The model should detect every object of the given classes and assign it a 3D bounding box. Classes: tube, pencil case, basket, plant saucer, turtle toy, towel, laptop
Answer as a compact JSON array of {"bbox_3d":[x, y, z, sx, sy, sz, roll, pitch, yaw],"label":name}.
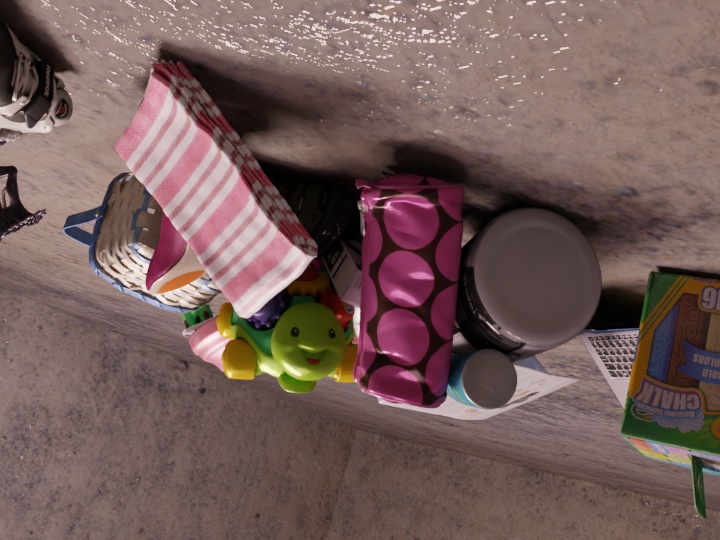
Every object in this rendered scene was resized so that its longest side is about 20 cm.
[{"bbox_3d":[0.098,0.105,0.844,0.077,0.051,0.200,42,170,0],"label":"tube"},{"bbox_3d":[0.038,0.018,0.761,0.092,0.204,0.091,-1,-169,-13],"label":"pencil case"},{"bbox_3d":[-0.232,-0.029,1.017,0.175,0.141,0.198,29,151,-35],"label":"basket"},{"bbox_3d":[-0.099,0.068,1.021,0.198,0.052,0.201,-22,170,-4],"label":"plant saucer"},{"bbox_3d":[-0.060,0.051,0.840,0.143,0.103,0.201,3,-156,-15],"label":"turtle toy"},{"bbox_3d":[-0.129,-0.060,0.739,0.201,0.030,0.146,53,144,1],"label":"towel"},{"bbox_3d":[0.287,0.117,0.989,0.202,0.115,0.187,56,156,-10],"label":"laptop"}]

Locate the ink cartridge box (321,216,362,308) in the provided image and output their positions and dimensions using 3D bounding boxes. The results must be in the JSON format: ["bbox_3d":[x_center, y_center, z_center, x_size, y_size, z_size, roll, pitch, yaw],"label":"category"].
[{"bbox_3d":[0.005,-0.013,0.897,0.098,0.040,0.201,24,-163,-26],"label":"ink cartridge box"}]

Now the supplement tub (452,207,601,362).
[{"bbox_3d":[0.135,0.024,0.826,0.121,0.125,0.200,18,167,-4],"label":"supplement tub"}]

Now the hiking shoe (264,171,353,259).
[{"bbox_3d":[-0.095,-0.062,0.872,0.198,0.077,0.100,4,164,45],"label":"hiking shoe"}]

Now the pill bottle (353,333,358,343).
[{"bbox_3d":[0.040,0.071,1.136,0.111,0.115,0.200,21,165,-15],"label":"pill bottle"}]

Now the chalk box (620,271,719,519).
[{"bbox_3d":[0.317,0.121,0.807,0.122,0.203,0.124,9,164,29],"label":"chalk box"}]

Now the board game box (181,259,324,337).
[{"bbox_3d":[-0.100,0.037,1.072,0.197,0.026,0.200,-23,170,5],"label":"board game box"}]

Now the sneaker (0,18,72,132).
[{"bbox_3d":[-0.291,-0.162,0.758,0.087,0.075,0.200,17,175,-18],"label":"sneaker"}]

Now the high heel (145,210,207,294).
[{"bbox_3d":[-0.178,-0.051,0.863,0.067,0.097,0.200,-16,164,-34],"label":"high heel"}]

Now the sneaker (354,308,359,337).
[{"bbox_3d":[0.083,0.050,0.991,0.196,0.090,0.075,3,-167,19],"label":"sneaker"}]

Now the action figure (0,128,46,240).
[{"bbox_3d":[-0.403,-0.135,0.920,0.202,0.101,0.119,59,-171,-8],"label":"action figure"}]

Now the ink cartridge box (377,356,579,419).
[{"bbox_3d":[0.138,0.124,1.034,0.198,0.048,0.159,16,145,-42],"label":"ink cartridge box"}]
